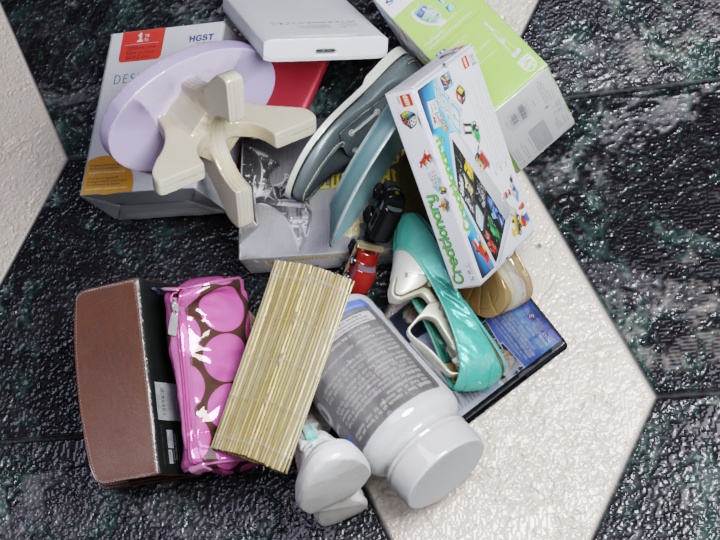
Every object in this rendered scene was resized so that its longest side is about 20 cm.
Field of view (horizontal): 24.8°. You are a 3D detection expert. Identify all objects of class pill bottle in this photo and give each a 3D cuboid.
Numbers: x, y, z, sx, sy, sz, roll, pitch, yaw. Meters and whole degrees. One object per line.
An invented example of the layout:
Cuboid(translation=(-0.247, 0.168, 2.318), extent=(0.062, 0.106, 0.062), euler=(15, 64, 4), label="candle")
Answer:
Cuboid(translation=(0.023, 0.128, 1.595), extent=(0.114, 0.114, 0.200), euler=(-42, 63, 1), label="pill bottle")

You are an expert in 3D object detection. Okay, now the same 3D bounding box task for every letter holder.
Cuboid(translation=(-0.253, 0.122, 1.695), extent=(0.142, 0.101, 0.200), euler=(-12, 79, 23), label="letter holder")

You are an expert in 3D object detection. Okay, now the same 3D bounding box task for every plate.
Cuboid(translation=(0.014, -0.113, 1.605), extent=(0.026, 0.200, 0.200), euler=(31, 82, 4), label="plate")

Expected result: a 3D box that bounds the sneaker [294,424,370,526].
Cuboid(translation=(-0.039, 0.183, 1.565), extent=(0.075, 0.200, 0.089), euler=(-21, 70, -8), label="sneaker")

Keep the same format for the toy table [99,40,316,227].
Cuboid(translation=(-0.148, -0.145, 1.650), extent=(0.200, 0.184, 0.117), euler=(-34, 50, -17), label="toy table")

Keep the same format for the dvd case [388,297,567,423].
Cuboid(translation=(0.091, 0.084, 1.662), extent=(0.200, 0.018, 0.143), euler=(-38, 64, 2), label="dvd case")

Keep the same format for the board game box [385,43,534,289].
Cuboid(translation=(0.097, -0.099, 1.547), extent=(0.035, 0.126, 0.200), euler=(-8, 110, 36), label="board game box")

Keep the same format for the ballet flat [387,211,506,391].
Cuboid(translation=(0.069, 0.032, 1.608), extent=(0.070, 0.067, 0.200), euler=(-22, 74, -26), label="ballet flat")

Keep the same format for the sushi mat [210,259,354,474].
Cuboid(translation=(-0.076, 0.090, 1.581), extent=(0.096, 0.012, 0.200), euler=(16, 84, 36), label="sushi mat")

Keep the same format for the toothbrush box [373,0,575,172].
Cuboid(translation=(0.117, -0.218, 1.694), extent=(0.086, 0.146, 0.200), euler=(-39, 64, 2), label="toothbrush box")

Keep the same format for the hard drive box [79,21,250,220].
Cuboid(translation=(-0.213, -0.164, 1.816), extent=(0.156, 0.077, 0.200), euler=(-3, 69, 27), label="hard drive box")

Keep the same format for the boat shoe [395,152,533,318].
Cuboid(translation=(0.106, -0.040, 1.657), extent=(0.074, 0.069, 0.200), euler=(-44, 66, 37), label="boat shoe")

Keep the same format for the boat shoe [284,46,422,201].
Cuboid(translation=(0.000, -0.141, 1.688), extent=(0.062, 0.073, 0.200), euler=(38, 79, 8), label="boat shoe")

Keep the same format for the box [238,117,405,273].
Cuboid(translation=(-0.027, -0.083, 1.738), extent=(0.200, 0.048, 0.159), euler=(-3, 69, 12), label="box")

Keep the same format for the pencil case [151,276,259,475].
Cuboid(translation=(-0.153, 0.107, 1.643), extent=(0.091, 0.094, 0.200), euler=(-10, 87, 24), label="pencil case")

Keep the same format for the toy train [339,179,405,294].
Cuboid(translation=(0.000, 0.000, 1.663), extent=(0.200, 0.034, 0.046), euler=(-66, 27, 27), label="toy train")

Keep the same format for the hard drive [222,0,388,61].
Cuboid(translation=(-0.062, -0.263, 1.746), extent=(0.132, 0.027, 0.200), euler=(-4, 25, -16), label="hard drive")

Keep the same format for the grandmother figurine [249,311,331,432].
Cuboid(translation=(-0.102, 0.110, 1.698), extent=(0.121, 0.061, 0.200), euler=(-51, 60, 10), label="grandmother figurine")

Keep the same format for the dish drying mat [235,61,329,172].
Cuboid(translation=(-0.092, -0.186, 1.826), extent=(0.077, 0.018, 0.200), euler=(18, 77, 25), label="dish drying mat")
